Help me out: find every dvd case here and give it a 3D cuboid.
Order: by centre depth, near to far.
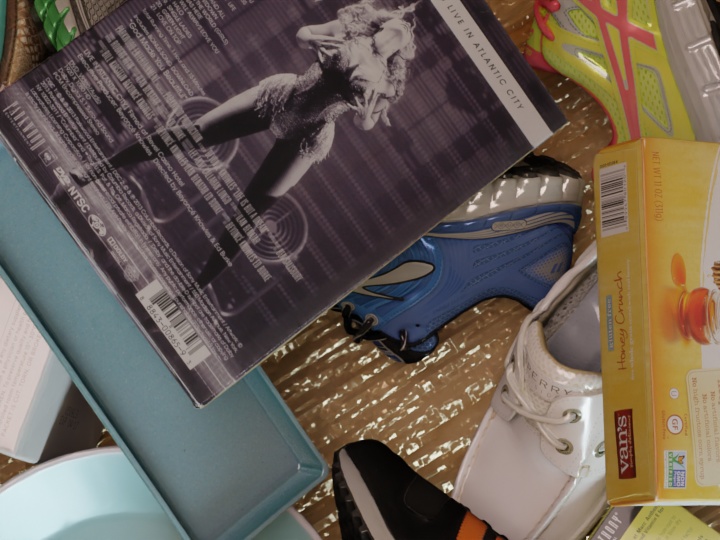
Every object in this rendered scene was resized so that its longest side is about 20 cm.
[{"bbox_3d":[-0.032,-0.063,0.986,0.200,0.016,0.149,-38,96,-15],"label":"dvd case"}]

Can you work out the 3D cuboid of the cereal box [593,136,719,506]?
[{"bbox_3d":[0.188,0.024,0.989,0.199,0.039,0.145,2,81,-29],"label":"cereal box"}]

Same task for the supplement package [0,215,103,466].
[{"bbox_3d":[-0.205,-0.001,1.065,0.199,0.121,0.120,19,84,10],"label":"supplement package"}]

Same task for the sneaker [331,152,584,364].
[{"bbox_3d":[0.000,0.000,1.044,0.199,0.079,0.090,-3,102,-8],"label":"sneaker"}]

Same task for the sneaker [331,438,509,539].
[{"bbox_3d":[0.062,0.140,0.995,0.090,0.070,0.200,-24,52,-14],"label":"sneaker"}]

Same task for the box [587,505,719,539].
[{"bbox_3d":[0.177,0.173,1.019,0.200,0.050,0.075,34,87,12],"label":"box"}]

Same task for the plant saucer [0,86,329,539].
[{"bbox_3d":[-0.093,0.025,0.993,0.070,0.019,0.200,-38,107,-18],"label":"plant saucer"}]

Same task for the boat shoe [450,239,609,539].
[{"bbox_3d":[0.089,0.045,1.027,0.071,0.069,0.201,33,97,27],"label":"boat shoe"}]

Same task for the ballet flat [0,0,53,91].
[{"bbox_3d":[-0.162,-0.125,1.072,0.071,0.065,0.201,-44,44,25],"label":"ballet flat"}]

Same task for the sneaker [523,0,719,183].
[{"bbox_3d":[0.105,-0.122,1.047,0.090,0.078,0.201,-18,96,19],"label":"sneaker"}]

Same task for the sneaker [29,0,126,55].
[{"bbox_3d":[-0.091,-0.144,1.034,0.085,0.078,0.201,-17,59,22],"label":"sneaker"}]

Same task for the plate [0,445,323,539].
[{"bbox_3d":[-0.099,0.171,1.046,0.199,0.026,0.201,-1,100,-7],"label":"plate"}]
